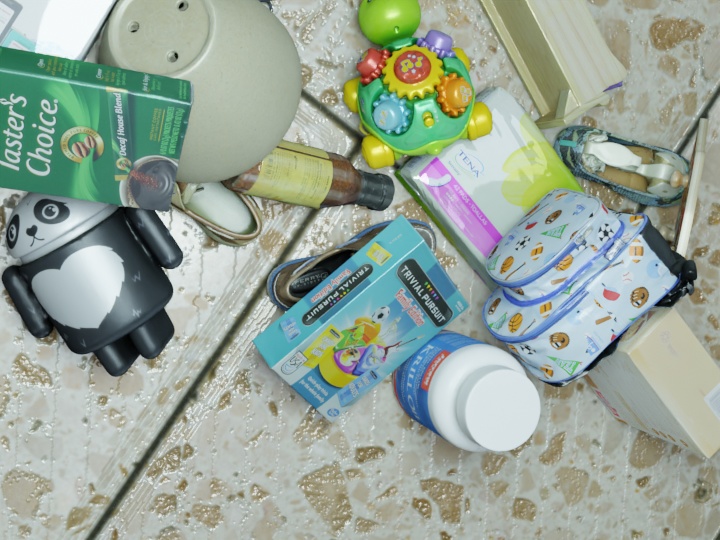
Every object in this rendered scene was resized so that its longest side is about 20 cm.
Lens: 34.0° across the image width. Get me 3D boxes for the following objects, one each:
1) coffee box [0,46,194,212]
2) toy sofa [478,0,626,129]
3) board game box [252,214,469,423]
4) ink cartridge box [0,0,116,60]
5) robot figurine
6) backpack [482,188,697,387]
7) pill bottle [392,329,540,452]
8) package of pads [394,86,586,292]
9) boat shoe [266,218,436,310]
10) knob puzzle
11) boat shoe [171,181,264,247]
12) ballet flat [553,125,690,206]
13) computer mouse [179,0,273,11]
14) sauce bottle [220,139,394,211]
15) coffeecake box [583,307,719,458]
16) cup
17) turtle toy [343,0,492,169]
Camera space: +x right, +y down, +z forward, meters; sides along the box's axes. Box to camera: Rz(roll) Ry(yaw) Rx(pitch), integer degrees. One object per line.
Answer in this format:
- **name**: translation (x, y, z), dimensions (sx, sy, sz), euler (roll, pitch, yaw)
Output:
- **coffee box**: translation (-0.254, -0.122, 1.022), dimensions (0.198, 0.044, 0.124), euler (9, 126, -15)
- **toy sofa**: translation (0.203, -0.265, 1.310), dimensions (0.097, 0.083, 0.201), euler (-34, 102, -15)
- **board game box**: translation (0.005, 0.055, 1.234), dimensions (0.200, 0.047, 0.151), euler (-40, 143, 0)
- **ink cartridge box**: translation (-0.339, -0.216, 1.112), dimensions (0.145, 0.147, 0.201), euler (32, 89, -16)
- **robot figurine**: translation (-0.265, 0.003, 1.168), dimensions (0.150, 0.125, 0.201), euler (-35, 103, -24)
- **backpack**: translation (0.218, 0.017, 1.220), dimensions (0.154, 0.200, 0.191), euler (38, 89, -12)
- **pill bottle**: translation (0.113, 0.129, 1.252), dimensions (0.111, 0.200, 0.113), euler (-1, 94, -16)
- **package of pads**: translation (0.159, -0.087, 1.318), dimensions (0.154, 0.068, 0.200), euler (-44, 105, -9)
- **boat shoe**: translation (0.000, 0.000, 1.275), dimensions (0.199, 0.072, 0.073), euler (-23, 100, -14)
- **knob puzzle**: translation (0.345, -0.046, 1.296), dimensions (0.030, 0.220, 0.222), euler (12, 91, 12)
- **boat shoe**: translation (-0.179, -0.096, 1.214), dimensions (0.199, 0.074, 0.076), euler (33, 85, -16)
- **ballet flat**: translation (0.320, -0.118, 1.364), dimensions (0.198, 0.074, 0.075), euler (11, 91, -17)
- **computer mouse**: translation (-0.133, -0.214, 1.229), dimensions (0.137, 0.053, 0.202), euler (-12, 97, -16)
- **sauce bottle**: translation (-0.052, -0.097, 1.234), dimensions (0.199, 0.066, 0.067), euler (12, 91, -36)
- **coffeecake box**: translation (0.315, 0.110, 1.310), dimensions (0.073, 0.200, 0.154), euler (-42, 104, -9)
- **cup**: translation (-0.165, -0.199, 1.107), dimensions (0.198, 0.143, 0.202), euler (-2, 77, 8)
- **turtle toy**: translation (0.050, -0.208, 1.243), dimensions (0.145, 0.101, 0.201), euler (-18, 64, -2)
